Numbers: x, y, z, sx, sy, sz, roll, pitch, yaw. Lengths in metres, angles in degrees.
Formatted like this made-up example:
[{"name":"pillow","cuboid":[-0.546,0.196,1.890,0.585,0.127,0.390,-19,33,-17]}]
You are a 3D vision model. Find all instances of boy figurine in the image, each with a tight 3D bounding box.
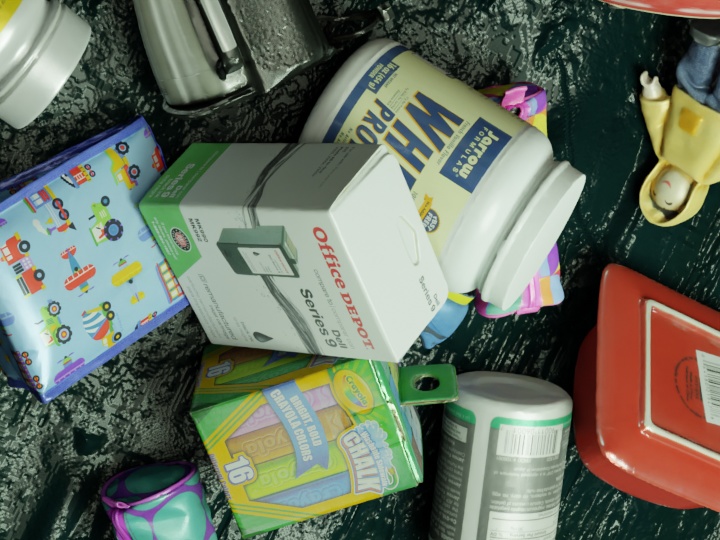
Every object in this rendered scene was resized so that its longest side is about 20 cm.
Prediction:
[{"name":"boy figurine","cuboid":[0.288,-0.127,1.426,0.064,0.124,0.201,-29,147,-42]}]

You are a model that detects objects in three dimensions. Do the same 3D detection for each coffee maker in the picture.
[{"name":"coffee maker","cuboid":[-0.103,-0.244,1.251,0.192,0.134,0.202,-36,115,-35]}]

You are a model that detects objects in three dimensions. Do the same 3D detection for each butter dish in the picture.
[{"name":"butter dish","cuboid":[0.255,0.129,1.460,0.198,0.148,0.202,23,53,-23]}]

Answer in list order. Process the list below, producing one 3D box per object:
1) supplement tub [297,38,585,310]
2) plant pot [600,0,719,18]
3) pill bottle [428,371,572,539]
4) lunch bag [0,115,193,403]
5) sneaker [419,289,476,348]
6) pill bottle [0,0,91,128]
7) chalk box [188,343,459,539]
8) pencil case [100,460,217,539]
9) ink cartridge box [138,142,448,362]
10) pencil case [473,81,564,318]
[{"name":"supplement tub","cuboid":[0.061,-0.074,1.288,0.199,0.145,0.146,32,90,12]},{"name":"plant pot","cuboid":[0.266,-0.306,1.327,0.198,0.200,0.185,-3,110,-20]},{"name":"pill bottle","cuboid":[0.118,0.198,1.433,0.112,0.113,0.203,3,102,-21]},{"name":"lunch bag","cuboid":[-0.207,-0.017,1.281,0.199,0.094,0.152,-31,110,-24]},{"name":"sneaker","cuboid":[0.000,0.000,1.369,0.199,0.066,0.079,31,110,-18]},{"name":"pill bottle","cuboid":[-0.299,-0.199,1.180,0.199,0.114,0.115,38,88,-23]},{"name":"chalk box","cuboid":[-0.020,0.108,1.319,0.198,0.125,0.125,-19,110,7]},{"name":"pencil case","cuboid":[-0.157,0.260,1.359,0.092,0.084,0.202,-26,113,-44]},{"name":"ink cartridge box","cuboid":[-0.051,-0.017,1.254,0.084,0.198,0.147,-50,128,-36]},{"name":"pencil case","cuboid":[0.125,-0.061,1.390,0.087,0.088,0.202,-14,108,-17]}]
